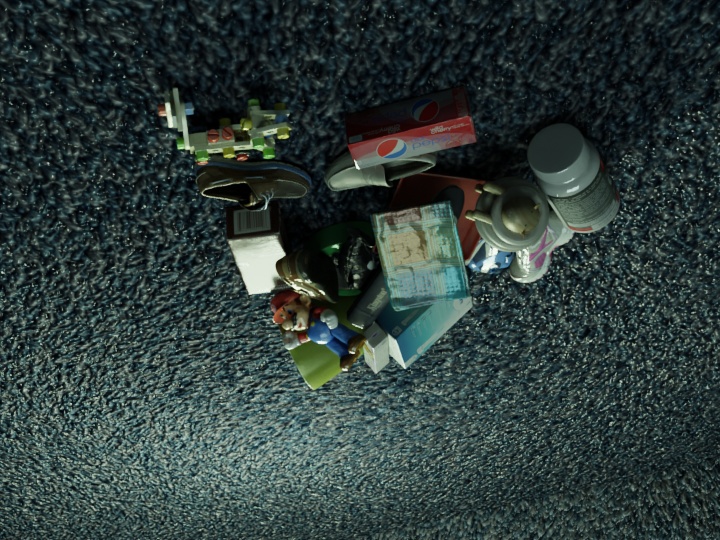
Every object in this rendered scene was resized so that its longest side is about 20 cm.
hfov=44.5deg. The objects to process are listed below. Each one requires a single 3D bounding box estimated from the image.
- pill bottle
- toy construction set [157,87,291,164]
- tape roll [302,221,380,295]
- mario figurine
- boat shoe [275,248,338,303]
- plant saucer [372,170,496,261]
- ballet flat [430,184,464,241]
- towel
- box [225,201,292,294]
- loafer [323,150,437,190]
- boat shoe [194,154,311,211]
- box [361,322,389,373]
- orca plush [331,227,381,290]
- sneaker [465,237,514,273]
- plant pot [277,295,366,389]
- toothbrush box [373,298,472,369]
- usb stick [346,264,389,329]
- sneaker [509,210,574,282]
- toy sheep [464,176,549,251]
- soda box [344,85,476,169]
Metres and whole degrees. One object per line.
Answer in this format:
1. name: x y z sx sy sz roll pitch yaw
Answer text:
1. pill bottle: 0.362 -0.157 1.497 0.113 0.115 0.200 -20 147 21
2. toy construction set: -0.205 -0.211 1.322 0.198 0.093 0.131 8 171 -8
3. tape roll: -0.014 -0.021 1.711 0.198 0.049 0.201 -4 148 -3
4. mario figurine: -0.096 0.116 1.688 0.124 0.199 0.106 -59 165 5
5. boat shoe: -0.097 0.010 1.626 0.073 0.076 0.200 -5 159 18
6. plant saucer: 0.137 -0.104 1.588 0.198 0.037 0.200 5 135 -17
7. ballet flat: 0.129 -0.060 1.557 0.073 0.073 0.200 12 132 -28
8. towel: 0.105 -0.024 1.524 0.145 0.022 0.201 -10 121 9
9. box: -0.182 -0.037 1.630 0.099 0.076 0.200 -7 150 2
10. loafer: 0.031 -0.171 1.454 0.198 0.070 0.070 -19 147 20
11. boat shoe: -0.177 -0.136 1.467 0.198 0.073 0.072 4 148 -17
12. box: 0.031 0.158 1.777 0.041 0.039 0.200 -39 162 -10
13. orca plush: 0.000 0.000 1.604 0.104 0.072 0.200 12 156 -8
14. sneaker: 0.264 -0.057 1.665 0.082 0.074 0.200 28 149 -8
15. plant pot: -0.048 0.119 1.835 0.199 0.188 0.187 -27 147 3
16. toothbrush box: 0.125 0.080 1.775 0.200 0.085 0.147 -41 150 -11
17. usb stick: 0.030 0.047 1.638 0.055 0.033 0.200 29 139 -5
18. sneaker: 0.330 -0.054 1.702 0.087 0.082 0.201 7 138 -18
19. toy sheep: 0.251 -0.096 1.488 0.136 0.139 0.200 -7 -173 2
20. soda box: 0.078 -0.223 1.384 0.198 0.064 0.070 -12 148 10
